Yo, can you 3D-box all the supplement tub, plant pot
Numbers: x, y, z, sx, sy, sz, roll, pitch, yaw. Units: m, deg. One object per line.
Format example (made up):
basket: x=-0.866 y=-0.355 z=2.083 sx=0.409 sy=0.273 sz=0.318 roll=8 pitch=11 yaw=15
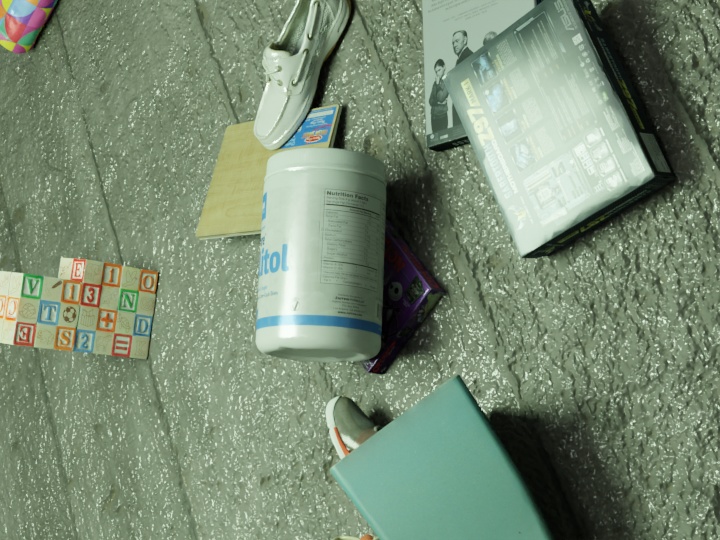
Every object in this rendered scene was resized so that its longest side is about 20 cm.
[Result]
supplement tub: x=-0.039 y=-0.012 z=1.245 sx=0.131 sy=0.131 sz=0.203 roll=-9 pitch=75 yaw=42
plant pot: x=0.096 y=0.226 z=1.074 sx=0.141 sy=0.141 sz=0.201 roll=-36 pitch=67 yaw=0

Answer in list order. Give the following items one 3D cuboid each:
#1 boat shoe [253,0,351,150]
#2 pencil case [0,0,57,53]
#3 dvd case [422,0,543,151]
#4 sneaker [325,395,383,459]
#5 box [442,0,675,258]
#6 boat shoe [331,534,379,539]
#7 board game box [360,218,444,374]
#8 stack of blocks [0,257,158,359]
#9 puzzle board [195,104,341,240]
boat shoe: x=-0.085 y=-0.241 z=1.403 sx=0.071 sy=0.069 sz=0.202 roll=30 pitch=99 yaw=46
pencil case: x=-0.495 y=-0.426 z=1.836 sx=0.200 sy=0.088 sz=0.089 roll=-50 pitch=52 yaw=25
dvd case: x=0.126 y=-0.236 z=1.240 sx=0.149 sy=0.025 sz=0.203 roll=-12 pitch=73 yaw=42
sneaker: x=0.040 y=0.195 z=1.217 sx=0.082 sy=0.077 sz=0.201 roll=-41 pitch=61 yaw=9
box: x=0.180 y=-0.135 z=1.127 sx=0.157 sy=0.051 sz=0.202 roll=-33 pitch=71 yaw=34
boat shoe: x=0.006 y=0.289 z=1.178 sx=0.200 sy=0.070 sz=0.063 roll=138 pitch=130 yaw=-71
board game box: x=0.000 y=0.000 z=1.314 sx=0.120 sy=0.032 sz=0.200 roll=-51 pitch=51 yaw=19
stack of blocks: x=-0.358 y=0.044 z=1.527 sx=0.058 sy=0.199 sz=0.117 roll=3 pitch=85 yaw=44
puzzle board: x=-0.108 y=-0.112 z=1.425 sx=0.199 sy=0.017 sz=0.152 roll=-4 pitch=65 yaw=43
